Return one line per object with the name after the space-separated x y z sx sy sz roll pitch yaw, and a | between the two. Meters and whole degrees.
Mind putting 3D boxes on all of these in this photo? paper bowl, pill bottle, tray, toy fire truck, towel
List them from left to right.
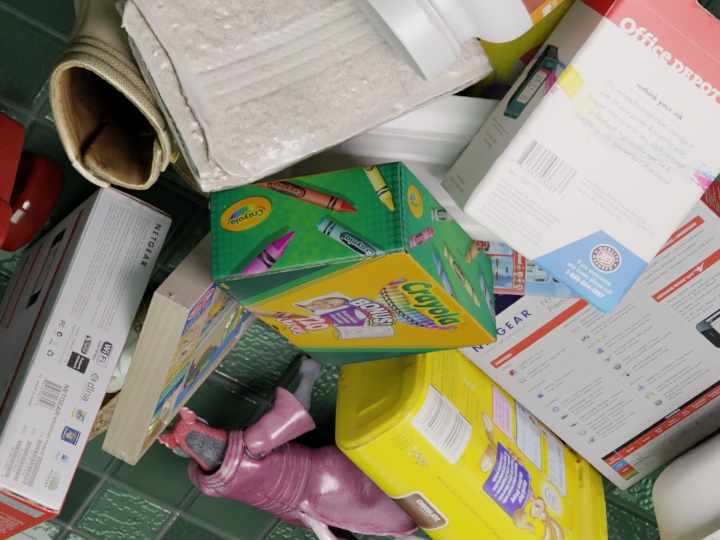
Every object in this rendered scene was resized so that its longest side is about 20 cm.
-0.282 -0.011 1.414 0.112 0.168 0.200 37 120 -23 | toy fire truck
-0.032 -0.136 1.299 0.200 0.034 0.133 -26 87 -22 | towel
0.014 -0.061 1.357 0.199 0.022 0.108 5 130 -13 | tray
0.088 -0.201 1.255 0.200 0.112 0.112 -40 119 1 | pill bottle
0.278 0.148 1.505 0.201 0.201 0.104 -37 86 25 | paper bowl

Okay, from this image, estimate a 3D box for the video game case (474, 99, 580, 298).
0.064 -0.046 1.416 0.199 0.017 0.143 4 128 6 | video game case

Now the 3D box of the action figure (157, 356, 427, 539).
-0.058 0.149 1.549 0.200 0.149 0.134 20 132 -30 | action figure

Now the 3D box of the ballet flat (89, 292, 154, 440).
-0.189 0.079 1.535 0.200 0.071 0.065 -42 151 26 | ballet flat

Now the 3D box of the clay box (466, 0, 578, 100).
0.127 -0.133 1.382 0.115 0.048 0.200 6 129 0 | clay box

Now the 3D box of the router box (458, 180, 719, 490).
0.195 0.036 1.507 0.200 0.049 0.179 -36 118 25 | router box

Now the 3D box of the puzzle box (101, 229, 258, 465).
-0.093 0.019 1.416 0.025 0.200 0.133 27 127 8 | puzzle box

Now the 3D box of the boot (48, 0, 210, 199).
-0.121 -0.088 1.358 0.073 0.156 0.200 -18 125 15 | boot

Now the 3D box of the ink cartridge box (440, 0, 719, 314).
0.155 -0.091 1.314 0.116 0.067 0.200 35 98 -17 | ink cartridge box

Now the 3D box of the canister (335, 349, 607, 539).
0.075 0.129 1.522 0.086 0.149 0.200 -33 117 23 | canister

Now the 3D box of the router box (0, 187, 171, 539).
-0.201 0.064 1.401 0.049 0.200 0.179 26 158 -17 | router box

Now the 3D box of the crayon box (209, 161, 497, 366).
0.000 0.000 1.350 0.118 0.058 0.200 -9 160 17 | crayon box
